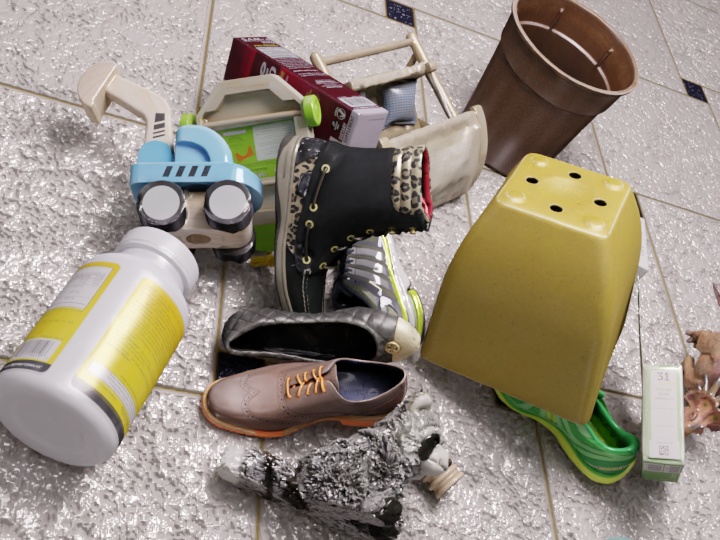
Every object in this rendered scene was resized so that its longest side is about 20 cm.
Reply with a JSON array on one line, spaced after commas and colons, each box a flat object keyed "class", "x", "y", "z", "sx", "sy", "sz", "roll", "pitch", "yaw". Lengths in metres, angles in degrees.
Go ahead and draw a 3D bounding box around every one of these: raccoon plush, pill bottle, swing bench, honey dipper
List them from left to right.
[{"class": "pill bottle", "x": -0.218, "y": 0.057, "z": 0.705, "sx": 0.111, "sy": 0.112, "sz": 0.201, "roll": 29, "pitch": 47, "yaw": -6}, {"class": "raccoon plush", "x": -0.014, "y": 0.154, "z": 0.738, "sx": 0.198, "sy": 0.097, "sz": 0.135, "roll": 26, "pitch": 58, "yaw": -8}, {"class": "honey dipper", "x": 0.027, "y": 0.141, "z": 0.829, "sx": 0.038, "sy": 0.038, "sz": 0.201, "roll": -27, "pitch": 70, "yaw": -40}, {"class": "swing bench", "x": 0.041, "y": -0.173, "z": 1.017, "sx": 0.198, "sy": 0.130, "sz": 0.201, "roll": -26, "pitch": 70, "yaw": -42}]

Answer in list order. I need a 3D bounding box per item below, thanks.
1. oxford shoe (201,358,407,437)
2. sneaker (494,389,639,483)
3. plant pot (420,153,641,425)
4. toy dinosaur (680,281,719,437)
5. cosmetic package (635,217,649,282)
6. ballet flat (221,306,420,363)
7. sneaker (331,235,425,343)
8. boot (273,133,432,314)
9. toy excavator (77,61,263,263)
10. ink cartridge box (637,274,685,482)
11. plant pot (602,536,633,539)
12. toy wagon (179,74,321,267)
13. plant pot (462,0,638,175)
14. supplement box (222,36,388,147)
[{"class": "oxford shoe", "x": -0.051, "y": 0.110, "z": 0.771, "sx": 0.197, "sy": 0.073, "sz": 0.072, "roll": -3, "pitch": 59, "yaw": -14}, {"class": "sneaker", "x": 0.228, "y": 0.144, "z": 0.903, "sx": 0.199, "sy": 0.084, "sz": 0.074, "roll": 41, "pitch": 46, "yaw": 12}, {"class": "plant pot", "x": 0.195, "y": -0.002, "z": 0.863, "sx": 0.192, "sy": 0.202, "sz": 0.196, "roll": 21, "pitch": 41, "yaw": 19}, {"class": "toy dinosaur", "x": 0.445, "y": 0.120, "z": 1.002, "sx": 0.085, "sy": 0.203, "sz": 0.135, "roll": 16, "pitch": 3, "yaw": 15}, {"class": "cosmetic package", "x": 0.290, "y": -0.056, "z": 1.104, "sx": 0.197, "sy": 0.074, "sz": 0.103, "roll": 22, "pitch": 48, "yaw": -11}, {"class": "ballet flat", "x": -0.039, "y": 0.073, "z": 0.801, "sx": 0.196, "sy": 0.067, "sz": 0.057, "roll": 2, "pitch": 26, "yaw": -1}, {"class": "sneaker", "x": 0.000, "y": 0.000, "z": 0.902, "sx": 0.080, "sy": 0.074, "sz": 0.202, "roll": -11, "pitch": 59, "yaw": -30}, {"class": "boot", "x": -0.006, "y": -0.032, "z": 0.814, "sx": 0.151, "sy": 0.207, "sz": 0.073, "roll": 3, "pitch": 13, "yaw": 14}, {"class": "toy excavator", "x": -0.195, "y": -0.117, "z": 0.832, "sx": 0.191, "sy": 0.100, "sz": 0.203, "roll": 0, "pitch": 67, "yaw": -4}, {"class": "ink cartridge box", "x": 0.334, "y": 0.124, "z": 0.906, "sx": 0.047, "sy": 0.146, "sz": 0.203, "roll": 1, "pitch": 70, "yaw": 19}, {"class": "plant pot", "x": 0.222, "y": 0.331, "z": 0.689, "sx": 0.198, "sy": 0.202, "sz": 0.162, "roll": -3, "pitch": 44, "yaw": -30}, {"class": "toy wagon", "x": -0.111, "y": -0.105, "z": 0.882, "sx": 0.152, "sy": 0.204, "sz": 0.040, "roll": -5, "pitch": 9, "yaw": 13}, {"class": "plant pot", "x": 0.248, "y": -0.251, "z": 1.145, "sx": 0.197, "sy": 0.199, "sz": 0.203, "roll": 15, "pitch": 49, "yaw": -19}, {"class": "supplement box", "x": -0.073, "y": -0.177, "z": 0.928, "sx": 0.199, "sy": 0.110, "sz": 0.061, "roll": 35, "pitch": 31, "yaw": 26}]
